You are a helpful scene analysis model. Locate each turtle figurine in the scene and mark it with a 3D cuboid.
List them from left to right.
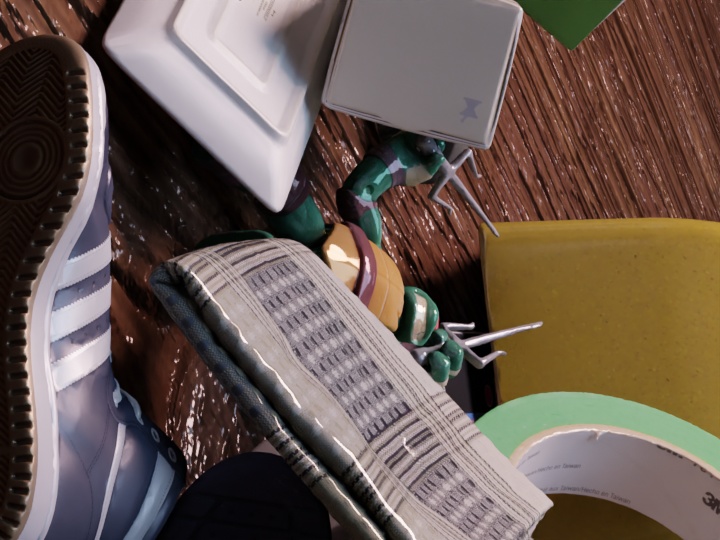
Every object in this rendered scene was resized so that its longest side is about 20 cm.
[{"bbox_3d":[0.000,0.000,1.274,0.200,0.101,0.150,27,37,-47],"label":"turtle figurine"}]

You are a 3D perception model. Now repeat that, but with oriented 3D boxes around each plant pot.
[{"bbox_3d":[0.181,0.064,1.546,0.196,0.200,0.194,35,49,-84],"label":"plant pot"}]

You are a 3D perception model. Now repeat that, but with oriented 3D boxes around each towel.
[{"bbox_3d":[0.010,0.064,1.072,0.200,0.035,0.193,50,10,6],"label":"towel"}]

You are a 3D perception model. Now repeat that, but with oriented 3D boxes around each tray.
[{"bbox_3d":[-0.049,-0.116,1.217,0.107,0.022,0.200,43,30,-16],"label":"tray"}]

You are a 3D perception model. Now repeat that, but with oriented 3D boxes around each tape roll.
[{"bbox_3d":[0.134,0.144,1.358,0.200,0.200,0.048,-66,178,-56],"label":"tape roll"}]

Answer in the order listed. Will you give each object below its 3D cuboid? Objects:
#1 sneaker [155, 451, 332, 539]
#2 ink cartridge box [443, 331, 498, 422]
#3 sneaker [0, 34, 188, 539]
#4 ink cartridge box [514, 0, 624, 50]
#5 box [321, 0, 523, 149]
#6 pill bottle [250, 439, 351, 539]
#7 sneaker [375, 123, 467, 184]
[{"bbox_3d":[-0.049,0.147,1.070,0.082,0.074,0.200,-67,169,-59],"label":"sneaker"},{"bbox_3d":[0.032,0.080,1.429,0.200,0.037,0.095,4,79,-68],"label":"ink cartridge box"},{"bbox_3d":[-0.110,0.021,0.997,0.108,0.070,0.200,34,57,-58],"label":"sneaker"},{"bbox_3d":[0.076,-0.235,1.458,0.200,0.084,0.146,40,32,-10],"label":"ink cartridge box"},{"bbox_3d":[0.032,-0.104,1.286,0.200,0.082,0.068,-78,-177,-84],"label":"box"},{"bbox_3d":[0.016,0.168,1.234,0.111,0.111,0.200,-74,150,-50],"label":"pill bottle"},{"bbox_3d":[0.047,-0.134,1.507,0.090,0.066,0.200,41,42,-58],"label":"sneaker"}]
